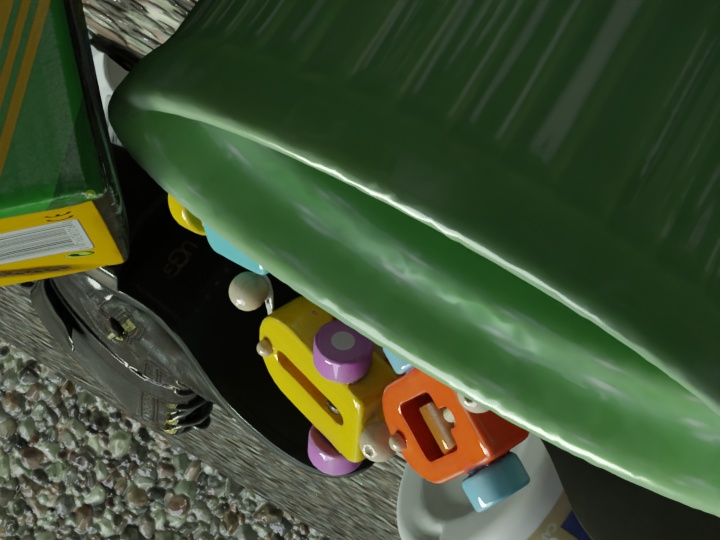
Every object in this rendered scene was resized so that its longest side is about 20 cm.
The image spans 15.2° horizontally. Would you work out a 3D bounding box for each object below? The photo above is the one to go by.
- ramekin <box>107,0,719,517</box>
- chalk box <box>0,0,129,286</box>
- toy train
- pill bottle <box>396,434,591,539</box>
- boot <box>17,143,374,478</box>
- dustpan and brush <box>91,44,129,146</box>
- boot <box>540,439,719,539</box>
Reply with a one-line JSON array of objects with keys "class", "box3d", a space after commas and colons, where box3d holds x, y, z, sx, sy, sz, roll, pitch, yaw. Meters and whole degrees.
[{"class": "ramekin", "box3d": [0.046, -0.029, 0.667, 0.199, 0.098, 0.200, 30, 170, 6]}, {"class": "chalk box", "box3d": [-0.139, -0.094, 0.685, 0.123, 0.202, 0.124, -12, 173, -3]}, {"class": "toy train", "box3d": [0.000, 0.000, 0.993, 0.201, 0.055, 0.150, 58, 153, 7]}, {"class": "pill bottle", "box3d": [0.122, 0.131, 1.230, 0.200, 0.112, 0.111, 35, 170, -27]}, {"class": "boot", "box3d": [-0.070, 0.034, 1.163, 0.200, 0.069, 0.174, 42, 160, 11]}, {"class": "dustpan and brush", "box3d": [-0.057, -0.015, 1.176, 0.199, 0.057, 0.140, 32, 170, -11]}, {"class": "boot", "box3d": [0.105, 0.061, 1.007, 0.200, 0.074, 0.075, 46, -171, 38]}]
